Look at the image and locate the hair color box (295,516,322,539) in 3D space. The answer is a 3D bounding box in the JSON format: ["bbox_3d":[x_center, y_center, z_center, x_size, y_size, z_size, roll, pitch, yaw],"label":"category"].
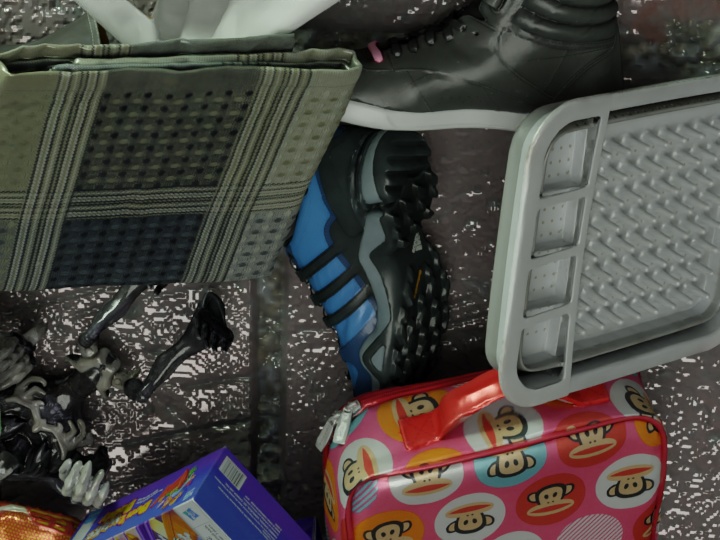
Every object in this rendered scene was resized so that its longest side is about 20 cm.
[{"bbox_3d":[-0.109,0.236,1.175,0.198,0.065,0.110,-14,112,6],"label":"hair color box"}]

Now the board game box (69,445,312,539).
[{"bbox_3d":[-0.064,0.206,1.075,0.134,0.045,0.200,-28,110,40],"label":"board game box"}]

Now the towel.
[{"bbox_3d":[-0.110,-0.055,0.958,0.191,0.035,0.200,-3,148,-23],"label":"towel"}]

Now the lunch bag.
[{"bbox_3d":[0.077,0.121,1.070,0.198,0.082,0.177,-11,134,-8],"label":"lunch bag"}]

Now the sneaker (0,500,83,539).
[{"bbox_3d":[-0.259,0.190,1.146,0.198,0.078,0.073,-14,151,15],"label":"sneaker"}]

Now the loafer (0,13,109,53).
[{"bbox_3d":[-0.157,-0.111,1.028,0.198,0.073,0.073,13,105,-14],"label":"loafer"}]

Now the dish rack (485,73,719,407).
[{"bbox_3d":[0.144,-0.025,1.013,0.199,0.043,0.173,-13,118,-36],"label":"dish rack"}]

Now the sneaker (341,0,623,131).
[{"bbox_3d":[0.051,-0.130,1.009,0.198,0.071,0.100,2,112,-5],"label":"sneaker"}]

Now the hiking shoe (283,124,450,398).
[{"bbox_3d":[0.000,0.000,1.075,0.086,0.074,0.201,15,124,28],"label":"hiking shoe"}]

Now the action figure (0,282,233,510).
[{"bbox_3d":[-0.173,0.075,1.086,0.200,0.102,0.119,-43,92,18],"label":"action figure"}]

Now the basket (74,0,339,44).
[{"bbox_3d":[-0.054,-0.206,0.910,0.199,0.124,0.135,-26,124,37],"label":"basket"}]
